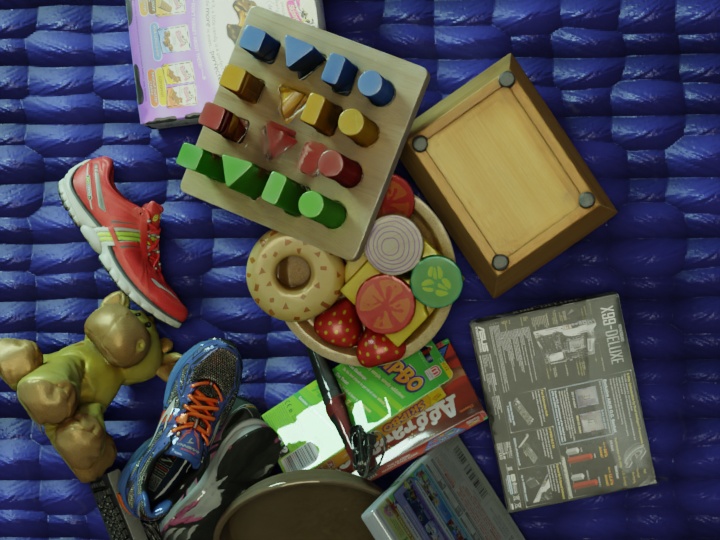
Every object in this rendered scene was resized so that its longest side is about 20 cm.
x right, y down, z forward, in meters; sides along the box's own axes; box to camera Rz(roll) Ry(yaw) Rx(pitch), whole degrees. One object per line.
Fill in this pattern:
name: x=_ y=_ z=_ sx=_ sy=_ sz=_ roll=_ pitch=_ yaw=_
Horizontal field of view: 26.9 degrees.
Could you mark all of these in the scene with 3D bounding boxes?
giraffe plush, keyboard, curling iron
giraffe plush: x=-0.267 y=0.102 z=1.529 sx=0.162 sy=0.200 sz=0.173 roll=-38 pitch=95 yaw=-14
keyboard: x=-0.224 y=0.301 z=1.548 sx=0.021 sy=0.127 sz=0.201 roll=-22 pitch=89 yaw=-36
curling iron: x=-0.019 y=0.130 z=1.516 sx=0.025 sy=0.201 sz=0.050 roll=12 pitch=123 yaw=-32

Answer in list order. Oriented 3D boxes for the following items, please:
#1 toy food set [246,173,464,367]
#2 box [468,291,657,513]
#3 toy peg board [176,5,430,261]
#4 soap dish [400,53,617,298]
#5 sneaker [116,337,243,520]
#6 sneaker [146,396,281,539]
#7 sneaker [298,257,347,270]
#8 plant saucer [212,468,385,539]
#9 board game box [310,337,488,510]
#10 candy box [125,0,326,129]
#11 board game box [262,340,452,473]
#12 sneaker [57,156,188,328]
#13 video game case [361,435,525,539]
toy food set: x=0.000 y=0.000 z=1.505 sx=0.200 sy=0.049 sz=0.198 roll=43 pitch=104 yaw=-1
box: x=0.206 y=0.134 z=1.545 sx=0.156 sy=0.050 sz=0.202 roll=-12 pitch=90 yaw=4
toy peg board: x=-0.065 y=-0.140 z=1.444 sx=0.199 sy=0.098 sz=0.201 roll=22 pitch=91 yaw=15
soap dish: x=0.145 y=-0.098 z=1.532 sx=0.157 sy=0.081 sz=0.201 roll=-34 pitch=87 yaw=4
sneaker: x=-0.168 y=0.162 z=1.476 sx=0.075 sy=0.078 sz=0.201 roll=25 pitch=90 yaw=-21
sneaker: x=-0.155 y=0.215 z=1.564 sx=0.080 sy=0.087 sz=0.200 roll=27 pitch=112 yaw=-36
sneaker: x=-0.033 y=-0.078 z=1.547 sx=0.114 sy=0.076 sz=0.202 roll=-10 pitch=92 yaw=2
plant saucer: x=-0.050 y=0.261 z=1.517 sx=0.198 sy=0.201 sz=0.030 roll=-9 pitch=47 yaw=4
board game box: x=0.023 y=0.157 z=1.543 sx=0.199 sy=0.019 sz=0.103 roll=-29 pitch=50 yaw=4
candy box: x=-0.135 y=-0.243 z=1.555 sx=0.198 sy=0.072 sz=0.169 roll=-6 pitch=90 yaw=4
board game box: x=-0.003 y=0.136 z=1.541 sx=0.199 sy=0.030 sz=0.096 roll=-35 pitch=49 yaw=2
sneaker: x=-0.234 y=-0.032 z=1.563 sx=0.085 sy=0.077 sz=0.201 roll=-35 pitch=88 yaw=-2
video game case: x=0.101 y=0.282 z=1.493 sx=0.022 sy=0.182 sz=0.201 roll=-31 pitch=93 yaw=36
